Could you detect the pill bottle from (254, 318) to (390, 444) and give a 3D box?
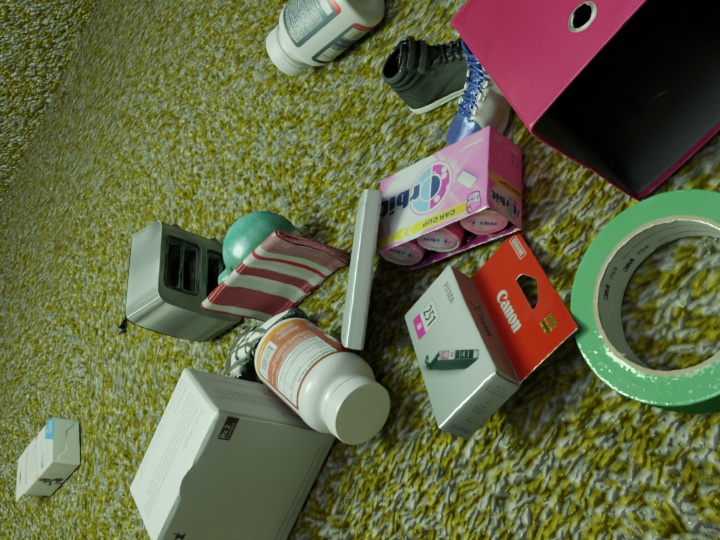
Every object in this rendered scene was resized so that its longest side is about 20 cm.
[{"bbox_3d":[-0.051,0.148,0.953,0.200,0.112,0.112,29,97,50],"label":"pill bottle"}]

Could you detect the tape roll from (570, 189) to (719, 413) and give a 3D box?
[{"bbox_3d":[0.293,0.027,0.652,0.200,0.048,0.201,-22,59,43],"label":"tape roll"}]

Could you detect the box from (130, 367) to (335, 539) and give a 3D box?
[{"bbox_3d":[-0.176,0.264,0.980,0.131,0.200,0.199,35,101,52],"label":"box"}]

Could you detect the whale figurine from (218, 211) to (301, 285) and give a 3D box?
[{"bbox_3d":[-0.177,-0.032,1.157,0.159,0.104,0.200,-40,8,-25],"label":"whale figurine"}]

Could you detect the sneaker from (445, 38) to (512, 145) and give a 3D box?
[{"bbox_3d":[0.154,-0.246,0.875,0.200,0.115,0.081,-54,41,19],"label":"sneaker"}]

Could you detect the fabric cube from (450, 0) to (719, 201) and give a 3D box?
[{"bbox_3d":[0.246,-0.227,0.692,0.196,0.200,0.200,-47,43,28],"label":"fabric cube"}]

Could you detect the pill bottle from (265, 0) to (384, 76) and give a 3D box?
[{"bbox_3d":[-0.067,-0.420,1.205,0.200,0.119,0.120,-25,57,41],"label":"pill bottle"}]

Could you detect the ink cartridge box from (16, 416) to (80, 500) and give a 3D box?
[{"bbox_3d":[-0.729,0.445,1.656,0.200,0.068,0.115,-43,46,29],"label":"ink cartridge box"}]

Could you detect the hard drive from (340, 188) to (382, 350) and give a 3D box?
[{"bbox_3d":[0.000,0.000,0.947,0.132,0.027,0.201,157,120,-86],"label":"hard drive"}]

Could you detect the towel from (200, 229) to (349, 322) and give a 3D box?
[{"bbox_3d":[-0.130,0.017,1.074,0.200,0.144,0.023,-40,51,32],"label":"towel"}]

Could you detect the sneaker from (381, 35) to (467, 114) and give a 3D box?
[{"bbox_3d":[0.112,-0.286,0.955,0.200,0.099,0.071,-24,55,40],"label":"sneaker"}]

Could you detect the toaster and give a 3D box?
[{"bbox_3d":[-0.314,0.027,1.256,0.119,0.181,0.200,-29,53,38],"label":"toaster"}]

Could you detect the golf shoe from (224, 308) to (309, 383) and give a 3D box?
[{"bbox_3d":[-0.159,0.110,1.124,0.200,0.078,0.095,-45,45,26],"label":"golf shoe"}]

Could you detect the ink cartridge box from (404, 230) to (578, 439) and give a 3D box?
[{"bbox_3d":[0.133,0.057,0.789,0.174,0.043,0.200,-52,26,23],"label":"ink cartridge box"}]

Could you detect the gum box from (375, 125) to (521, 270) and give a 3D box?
[{"bbox_3d":[0.104,-0.083,0.895,0.200,0.066,0.114,-22,53,45],"label":"gum box"}]
